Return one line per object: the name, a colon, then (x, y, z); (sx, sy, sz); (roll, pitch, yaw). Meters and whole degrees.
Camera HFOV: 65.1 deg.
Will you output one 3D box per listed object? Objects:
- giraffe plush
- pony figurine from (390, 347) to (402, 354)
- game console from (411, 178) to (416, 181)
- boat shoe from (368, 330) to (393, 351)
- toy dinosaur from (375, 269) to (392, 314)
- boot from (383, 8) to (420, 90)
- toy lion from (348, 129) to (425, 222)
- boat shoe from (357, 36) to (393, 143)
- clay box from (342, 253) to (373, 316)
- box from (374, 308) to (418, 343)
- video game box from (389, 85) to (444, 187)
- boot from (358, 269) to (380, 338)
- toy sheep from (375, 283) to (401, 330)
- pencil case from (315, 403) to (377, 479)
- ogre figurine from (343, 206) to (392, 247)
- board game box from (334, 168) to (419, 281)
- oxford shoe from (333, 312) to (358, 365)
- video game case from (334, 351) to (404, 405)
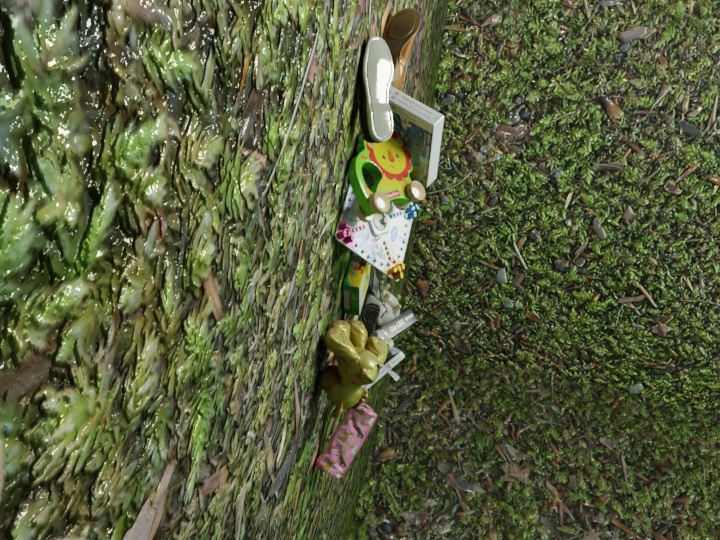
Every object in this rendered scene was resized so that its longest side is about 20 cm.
giraffe plush: (-0.024, 0.233, 1.272); (0.171, 0.200, 0.164); (3, 127, -51)
pony figurine: (0.066, 0.246, 1.951); (0.193, 0.163, 0.204); (-63, 148, -87)
game console: (0.093, -0.229, 1.457); (0.172, 0.116, 0.203); (109, -2, -59)
boat shoe: (0.013, 0.246, 1.515); (0.200, 0.061, 0.073); (-49, -154, 26)
toy dinosaur: (0.062, 0.004, 1.494); (0.088, 0.047, 0.204); (-43, 128, -62)
boot: (0.088, -0.500, 1.344); (0.155, 0.073, 0.203); (67, 46, -73)
toy lion: (0.046, -0.220, 1.216); (0.198, 0.068, 0.195); (-23, 89, -44)
boat shoe: (0.027, -0.359, 1.133); (0.060, 0.073, 0.204); (6, -76, 59)
clay box: (0.000, 0.000, 1.449); (0.116, 0.047, 0.202); (90, 12, -49)
box: (0.064, 0.204, 1.650); (0.160, 0.049, 0.200); (-25, 163, -36)
video game box: (0.101, -0.312, 1.303); (0.047, 0.181, 0.201); (-42, 155, -22)
boot: (0.010, 0.097, 1.576); (0.184, 0.071, 0.201); (-61, -161, 26)
toy sheep: (0.061, 0.122, 1.733); (0.200, 0.135, 0.141); (-64, 164, -76)
pencil case: (-0.036, 0.433, 1.451); (0.202, 0.086, 0.083); (-61, 166, -2)
ogre figurine: (0.026, -0.094, 1.308); (0.199, 0.097, 0.122); (23, 75, -46)
board game box: (0.044, -0.109, 1.241); (0.199, 0.026, 0.203); (34, 59, -34)
oxford shoe: (-0.021, 0.197, 1.464); (0.071, 0.072, 0.204); (-25, 125, -80)
video game case: (0.019, 0.291, 1.496); (0.181, 0.023, 0.200); (-37, 175, -22)
